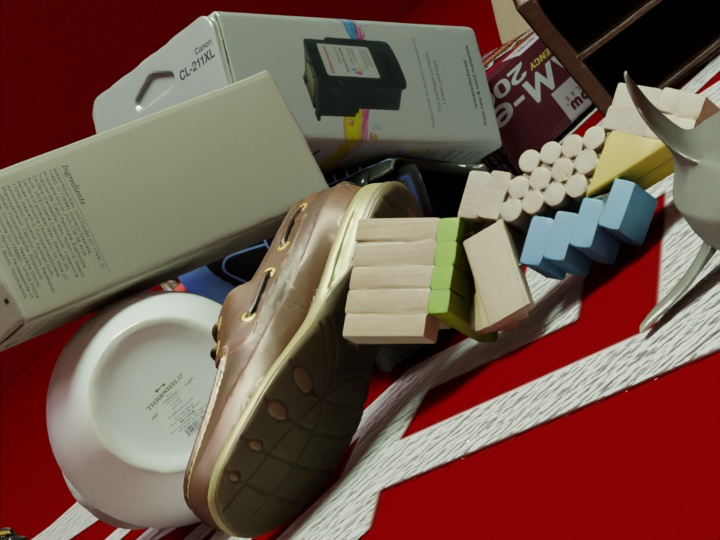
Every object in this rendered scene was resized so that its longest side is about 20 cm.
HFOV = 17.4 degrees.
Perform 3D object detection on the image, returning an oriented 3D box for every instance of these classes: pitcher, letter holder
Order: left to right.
[{"bbox_3d":[-0.089,0.060,1.258,0.172,0.121,0.200,-47,-2,-11],"label":"pitcher"},{"bbox_3d":[0.160,-0.198,1.388,0.142,0.101,0.200,-37,26,13],"label":"letter holder"}]

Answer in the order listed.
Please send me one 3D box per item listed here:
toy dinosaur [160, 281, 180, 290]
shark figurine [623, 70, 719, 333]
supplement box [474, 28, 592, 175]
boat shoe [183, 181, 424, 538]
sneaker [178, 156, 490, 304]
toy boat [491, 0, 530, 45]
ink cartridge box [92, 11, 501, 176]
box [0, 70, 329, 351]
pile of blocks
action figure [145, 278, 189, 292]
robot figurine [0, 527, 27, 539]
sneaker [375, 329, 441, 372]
[{"bbox_3d":[-0.067,-0.016,1.797,0.135,0.086,0.200,-24,22,45],"label":"toy dinosaur"},{"bbox_3d":[0.135,-0.046,0.838,0.128,0.090,0.214,-42,5,-4],"label":"shark figurine"},{"bbox_3d":[0.086,-0.103,1.578,0.109,0.061,0.200,-43,8,-20],"label":"supplement box"},{"bbox_3d":[-0.035,0.040,1.113,0.067,0.072,0.200,4,52,32],"label":"boat shoe"},{"bbox_3d":[-0.013,-0.031,1.375,0.200,0.070,0.078,-13,-15,-34],"label":"sneaker"},{"bbox_3d":[0.174,-0.225,1.745,0.130,0.131,0.200,-11,-3,-19],"label":"toy boat"},{"bbox_3d":[-0.040,-0.087,1.430,0.200,0.083,0.146,-2,-19,-39],"label":"ink cartridge box"},{"bbox_3d":[-0.120,-0.031,1.228,0.200,0.082,0.068,-22,-7,-34],"label":"box"},{"bbox_3d":[0.087,-0.013,1.069,0.200,0.082,0.062,-28,-32,24],"label":"pile of blocks"},{"bbox_3d":[-0.166,0.014,1.317,0.099,0.065,0.200,-35,-34,14],"label":"action figure"},{"bbox_3d":[-0.248,0.190,1.232,0.145,0.058,0.200,-38,8,14],"label":"robot figurine"},{"bbox_3d":[0.000,0.000,1.266,0.076,0.091,0.200,-42,5,-11],"label":"sneaker"}]
